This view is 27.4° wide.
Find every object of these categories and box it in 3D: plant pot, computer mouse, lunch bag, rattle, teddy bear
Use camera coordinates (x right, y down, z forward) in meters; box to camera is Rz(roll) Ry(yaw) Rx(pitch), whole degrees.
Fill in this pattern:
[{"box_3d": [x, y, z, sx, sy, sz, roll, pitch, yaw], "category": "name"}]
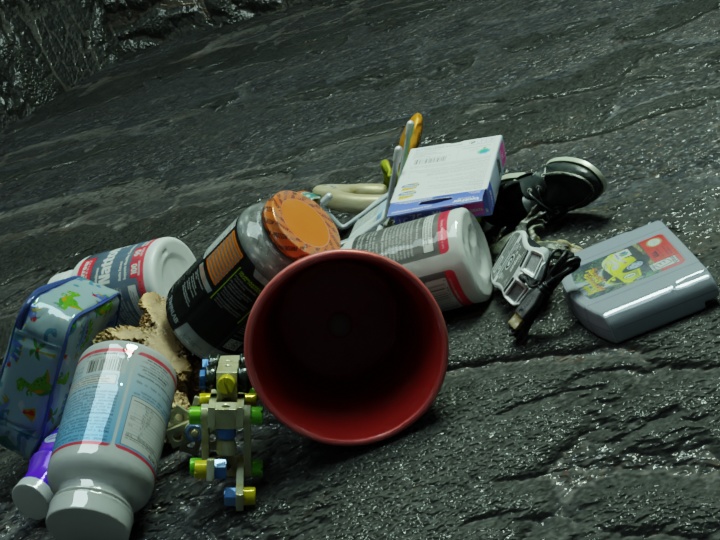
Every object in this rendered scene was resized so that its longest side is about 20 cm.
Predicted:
[{"box_3d": [-0.018, 0.065, 1.510, 0.200, 0.200, 0.177, -23, 9, -1], "category": "plant pot"}, {"box_3d": [0.186, 0.006, 1.598, 0.110, 0.044, 0.200, -61, 10, 12], "category": "computer mouse"}, {"box_3d": [-0.350, 0.111, 1.704, 0.082, 0.200, 0.161, 22, 18, 11], "category": "lunch bag"}, {"box_3d": [-0.020, -0.140, 2.036, 0.200, 0.143, 0.130, 7, 30, 18], "category": "rattle"}, {"box_3d": [-0.234, 0.116, 1.678, 0.145, 0.067, 0.200, 6, 43, -25], "category": "teddy bear"}]

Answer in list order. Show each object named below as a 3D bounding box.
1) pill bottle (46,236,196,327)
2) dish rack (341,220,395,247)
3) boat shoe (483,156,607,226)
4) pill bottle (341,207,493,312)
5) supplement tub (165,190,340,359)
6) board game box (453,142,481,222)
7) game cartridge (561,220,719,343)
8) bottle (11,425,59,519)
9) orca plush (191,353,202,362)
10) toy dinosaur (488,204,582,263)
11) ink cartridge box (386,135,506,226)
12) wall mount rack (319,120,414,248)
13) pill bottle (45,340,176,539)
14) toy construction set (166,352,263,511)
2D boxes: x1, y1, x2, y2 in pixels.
[{"box_3d": [-0.329, 0.030, 2.023, 0.200, 0.120, 0.120, -13, 22, 27], "category": "pill bottle"}, {"box_3d": [0.000, 0.000, 1.853, 0.200, 0.044, 0.172, -20, 20, 8], "category": "dish rack"}, {"box_3d": [0.217, -0.088, 1.798, 0.066, 0.075, 0.199, -48, 24, -25], "category": "boat shoe"}, {"box_3d": [0.043, 0.005, 1.691, 0.200, 0.111, 0.111, -15, 21, 20], "category": "pill bottle"}, {"box_3d": [-0.120, 0.007, 1.665, 0.200, 0.123, 0.123, -43, 7, 32], "category": "supplement tub"}, {"box_3d": [0.111, -0.111, 1.902, 0.102, 0.048, 0.200, -7, 21, 13], "category": "board game box"}, {"box_3d": [0.279, 0.010, 1.532, 0.133, 0.041, 0.200, -26, 19, 3], "category": "game cartridge"}, {"box_3d": [-0.311, 0.198, 1.636, 0.084, 0.065, 0.200, -15, 20, 32], "category": "bottle"}, {"box_3d": [-0.208, 0.093, 1.792, 0.200, 0.071, 0.105, -36, 23, -34], "category": "orca plush"}, {"box_3d": [0.175, -0.028, 1.736, 0.200, 0.047, 0.088, -13, 28, 35], "category": "toy dinosaur"}, {"box_3d": [0.105, -0.102, 1.765, 0.119, 0.042, 0.200, -8, 23, 15], "category": "ink cartridge box"}, {"box_3d": [0.014, -0.097, 1.868, 0.174, 0.075, 0.200, -37, 12, 21], "category": "wall mount rack"}, {"box_3d": [-0.255, 0.178, 1.496, 0.109, 0.109, 0.200, -14, 44, 24], "category": "pill bottle"}, {"box_3d": [-0.141, 0.156, 1.502, 0.092, 0.131, 0.200, -3, 8, -17], "category": "toy construction set"}]
